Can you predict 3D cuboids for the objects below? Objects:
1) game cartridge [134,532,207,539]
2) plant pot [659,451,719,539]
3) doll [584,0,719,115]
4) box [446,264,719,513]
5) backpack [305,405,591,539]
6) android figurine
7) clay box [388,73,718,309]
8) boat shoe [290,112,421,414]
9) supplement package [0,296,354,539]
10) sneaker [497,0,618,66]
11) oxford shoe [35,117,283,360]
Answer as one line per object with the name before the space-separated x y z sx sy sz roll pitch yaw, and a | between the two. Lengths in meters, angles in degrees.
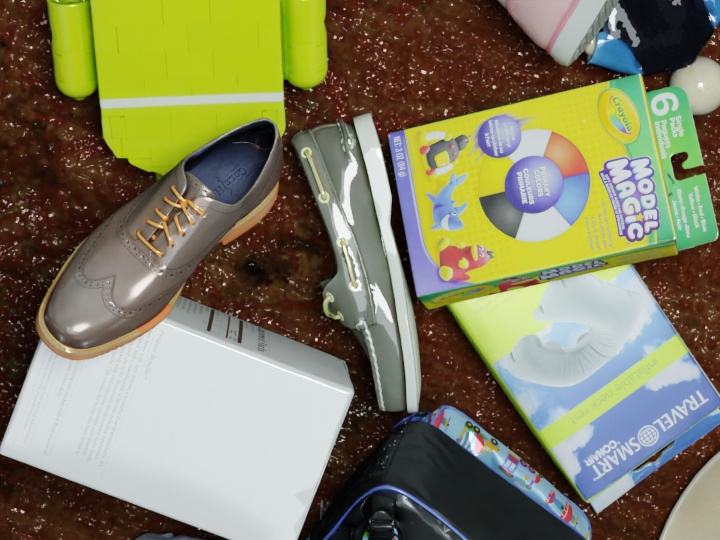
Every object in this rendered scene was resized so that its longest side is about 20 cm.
game cartridge | -0.076 0.251 1.110 0.041 0.199 0.135 -22 105 -42
plant pot | 0.329 0.233 1.135 0.199 0.187 0.189 27 97 -20
doll | 0.193 -0.196 1.115 0.135 0.048 0.202 -27 99 2
box | 0.157 0.061 1.154 0.121 0.048 0.201 -35 98 3
backpack | 0.038 0.217 1.127 0.182 0.135 0.200 35 123 -6
android figurine | -0.110 -0.142 1.087 0.180 0.041 0.202 -4 120 -2
clay box | 0.125 -0.054 1.097 0.198 0.048 0.116 -13 75 11
boat shoe | 0.000 0.000 1.125 0.060 0.072 0.204 -11 93 0
supplement package | -0.118 0.088 1.105 0.198 0.120 0.122 22 95 -6
sneaker | 0.138 -0.229 1.032 0.104 0.075 0.201 41 133 10
oxford shoe | -0.122 -0.027 1.027 0.071 0.073 0.200 39 60 7
